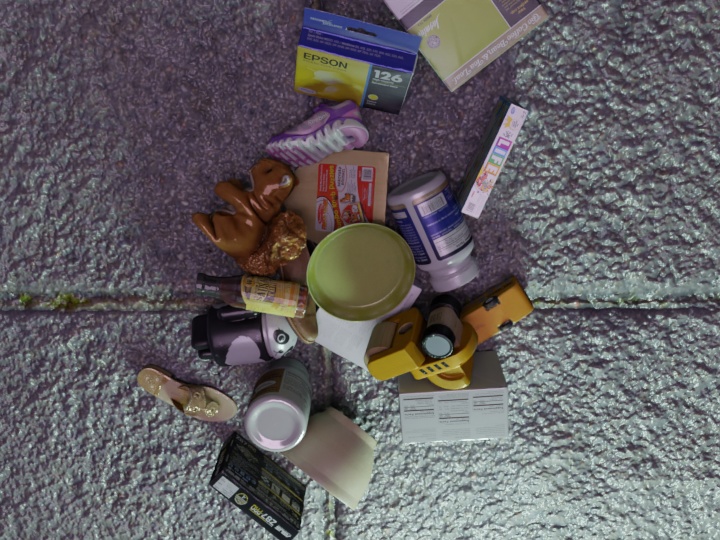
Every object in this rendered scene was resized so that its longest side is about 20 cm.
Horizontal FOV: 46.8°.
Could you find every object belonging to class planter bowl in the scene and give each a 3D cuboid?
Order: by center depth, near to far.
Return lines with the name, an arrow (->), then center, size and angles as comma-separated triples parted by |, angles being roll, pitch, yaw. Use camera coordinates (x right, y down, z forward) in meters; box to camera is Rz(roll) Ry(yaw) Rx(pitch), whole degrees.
planter bowl -> -0.051, 0.355, 1.635 | 0.200, 0.200, 0.135 | 41, 78, -11

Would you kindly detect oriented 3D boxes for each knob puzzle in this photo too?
knob puzzle -> -0.048, -0.134, 1.544 | 0.219, 0.030, 0.220 | 2, 98, 11

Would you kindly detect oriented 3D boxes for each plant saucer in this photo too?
plant saucer -> 0.000, 0.000, 1.520 | 0.200, 0.031, 0.200 | -3, 116, -6

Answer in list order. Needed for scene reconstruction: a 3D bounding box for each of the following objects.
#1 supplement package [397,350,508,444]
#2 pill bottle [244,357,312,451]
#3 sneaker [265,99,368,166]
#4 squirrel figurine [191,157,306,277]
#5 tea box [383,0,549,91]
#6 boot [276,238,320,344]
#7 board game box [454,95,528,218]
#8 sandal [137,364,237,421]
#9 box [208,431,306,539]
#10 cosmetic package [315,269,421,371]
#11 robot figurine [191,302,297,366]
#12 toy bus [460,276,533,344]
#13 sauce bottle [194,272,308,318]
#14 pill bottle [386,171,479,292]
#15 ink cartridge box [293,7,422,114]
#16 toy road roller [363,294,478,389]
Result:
supplement package -> 0.173, 0.241, 1.594 | 0.200, 0.156, 0.111 | -3, 110, 2
pill bottle -> -0.150, 0.246, 1.583 | 0.114, 0.200, 0.115 | 1, 108, 2
sneaker -> -0.077, -0.251, 1.492 | 0.200, 0.089, 0.080 | -13, 152, 25
squirrel figurine -> -0.172, -0.097, 1.501 | 0.187, 0.142, 0.200 | -43, 84, 2
tea box -> 0.171, -0.440, 1.388 | 0.200, 0.134, 0.197 | -36, 103, 12
boot -> -0.104, 0.036, 1.546 | 0.075, 0.074, 0.200 | -14, 89, 28
board game box -> 0.227, -0.202, 1.462 | 0.034, 0.134, 0.200 | 22, 108, -5
sandal -> -0.353, 0.262, 1.663 | 0.211, 0.070, 0.078 | 27, 107, -7
box -> -0.201, 0.431, 1.665 | 0.200, 0.161, 0.049 | 41, 105, -12
cosmetic package -> 0.003, 0.074, 1.602 | 0.151, 0.052, 0.200 | 31, 106, -6
robot figurine -> -0.218, 0.118, 1.583 | 0.200, 0.150, 0.125 | -8, 95, 5
toy bus -> 0.227, 0.093, 1.586 | 0.200, 0.078, 0.065 | -32, 103, 11
sauce bottle -> -0.194, 0.041, 1.484 | 0.200, 0.066, 0.066 | 8, 108, -8
pill bottle -> 0.137, -0.069, 1.518 | 0.116, 0.116, 0.200 | -23, 106, 9
ink cartridge box -> -0.010, -0.344, 1.401 | 0.197, 0.200, 0.047 | 13, 73, -2
toy road roller -> 0.121, 0.152, 1.516 | 0.200, 0.123, 0.146 | -22, 116, 27
